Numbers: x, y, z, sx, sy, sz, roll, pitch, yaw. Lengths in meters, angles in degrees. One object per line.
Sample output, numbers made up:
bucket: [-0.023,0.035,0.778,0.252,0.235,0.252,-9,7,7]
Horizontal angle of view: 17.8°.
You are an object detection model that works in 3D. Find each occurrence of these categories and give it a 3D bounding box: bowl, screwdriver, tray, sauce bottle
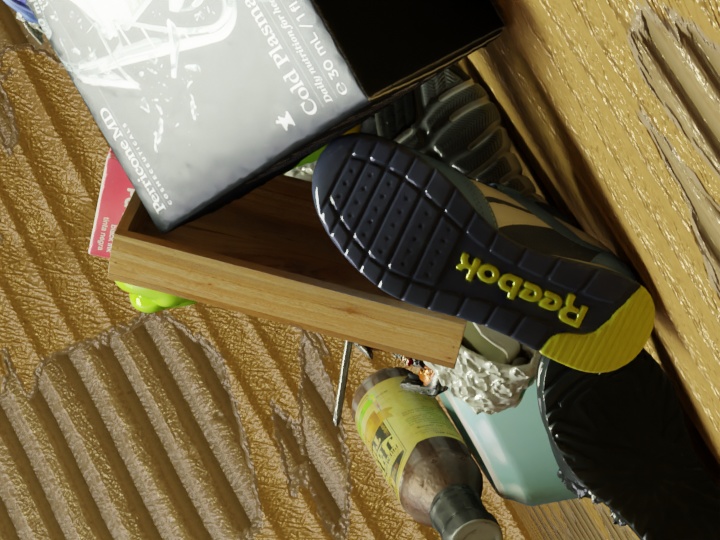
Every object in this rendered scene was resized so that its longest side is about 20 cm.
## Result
bowl: [0.116,0.086,1.629,0.201,0.105,0.201,61,178,3]
screwdriver: [0.000,0.000,1.448,0.029,0.028,0.200,-45,-36,-73]
tray: [-0.033,-0.009,1.303,0.099,0.200,0.037,-72,-5,-54]
sauce bottle: [0.049,0.141,1.651,0.065,0.065,0.200,62,177,-31]

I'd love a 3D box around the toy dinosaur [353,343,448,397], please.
toy dinosaur: [0.065,0.019,1.546,0.102,0.200,0.136,-1,-87,-57]

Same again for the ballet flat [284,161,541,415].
ballet flat: [0.038,0.001,1.384,0.200,0.072,0.072,45,178,-5]

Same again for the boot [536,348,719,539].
boot: [0.145,0.091,1.387,0.200,0.076,0.168,53,177,-24]

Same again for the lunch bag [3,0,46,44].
lunch bag: [-0.156,-0.235,1.553,0.160,0.200,0.076,31,-174,-7]

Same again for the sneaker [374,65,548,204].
sneaker: [0.078,-0.033,1.415,0.200,0.075,0.116,58,179,25]

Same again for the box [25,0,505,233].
box: [-0.064,-0.157,1.229,0.197,0.124,0.200,-29,91,48]

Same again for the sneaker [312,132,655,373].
sneaker: [0.063,-0.013,1.244,0.200,0.074,0.082,30,-162,-7]

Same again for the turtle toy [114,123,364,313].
turtle toy: [-0.084,-0.056,1.470,0.146,0.200,0.101,24,145,44]

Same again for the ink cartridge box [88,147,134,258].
ink cartridge box: [-0.090,-0.052,1.695,0.145,0.200,0.084,-91,14,-68]
